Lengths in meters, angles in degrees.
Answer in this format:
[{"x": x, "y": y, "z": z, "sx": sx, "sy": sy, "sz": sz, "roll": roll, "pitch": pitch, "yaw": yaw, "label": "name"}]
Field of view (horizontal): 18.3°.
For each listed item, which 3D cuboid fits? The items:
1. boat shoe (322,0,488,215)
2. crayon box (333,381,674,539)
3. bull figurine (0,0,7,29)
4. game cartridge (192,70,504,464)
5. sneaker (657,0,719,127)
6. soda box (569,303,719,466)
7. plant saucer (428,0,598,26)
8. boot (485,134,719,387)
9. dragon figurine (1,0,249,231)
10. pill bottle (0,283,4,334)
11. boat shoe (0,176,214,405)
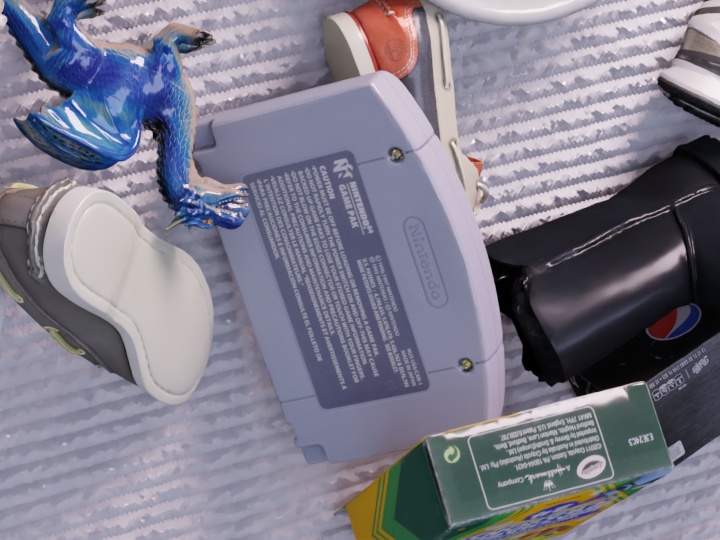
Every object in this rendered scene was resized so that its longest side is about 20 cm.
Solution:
[{"x": 0.037, "y": -0.055, "z": 1.212, "sx": 0.063, "sy": 0.071, "sz": 0.200, "roll": -22, "pitch": 108, "yaw": -17, "label": "boat shoe"}, {"x": 0.071, "y": 0.120, "z": 1.203, "sx": 0.126, "sy": 0.200, "sz": 0.052, "roll": -13, "pitch": 77, "yaw": -18, "label": "crayon box"}, {"x": -0.268, "y": -0.130, "z": 1.054, "sx": 0.200, "sy": 0.121, "sz": 0.065, "roll": 30, "pitch": 59, "yaw": -33, "label": "bull figurine"}, {"x": 0.000, "y": 0.000, "z": 1.178, "sx": 0.133, "sy": 0.042, "sz": 0.200, "roll": -13, "pitch": 105, "yaw": 20, "label": "game cartridge"}, {"x": 0.280, "y": -0.109, "z": 1.260, "sx": 0.200, "sy": 0.076, "sz": 0.115, "roll": 27, "pitch": 90, "yaw": 1, "label": "sneaker"}, {"x": 0.221, "y": 0.034, "z": 1.304, "sx": 0.200, "sy": 0.071, "sz": 0.063, "roll": -33, "pitch": 119, "yaw": -11, "label": "soda box"}, {"x": 0.079, "y": -0.231, "z": 1.185, "sx": 0.200, "sy": 0.050, "sz": 0.200, "roll": -5, "pitch": 105, "yaw": -20, "label": "plant saucer"}, {"x": 0.172, "y": 0.021, "z": 1.220, "sx": 0.168, "sy": 0.200, "sz": 0.076, "roll": -29, "pitch": 136, "yaw": -14, "label": "boot"}, {"x": -0.135, "y": -0.084, "z": 1.116, "sx": 0.200, "sy": 0.059, "sz": 0.100, "roll": 20, "pitch": 83, "yaw": -17, "label": "dragon figurine"}, {"x": -0.279, "y": 0.015, "z": 1.081, "sx": 0.200, "sy": 0.112, "sz": 0.112, "roll": 9, "pitch": 102, "yaw": -23, "label": "pill bottle"}, {"x": -0.130, "y": 0.010, "z": 1.135, "sx": 0.202, "sy": 0.060, "sz": 0.072, "roll": 56, "pitch": 49, "yaw": -61, "label": "boat shoe"}]
